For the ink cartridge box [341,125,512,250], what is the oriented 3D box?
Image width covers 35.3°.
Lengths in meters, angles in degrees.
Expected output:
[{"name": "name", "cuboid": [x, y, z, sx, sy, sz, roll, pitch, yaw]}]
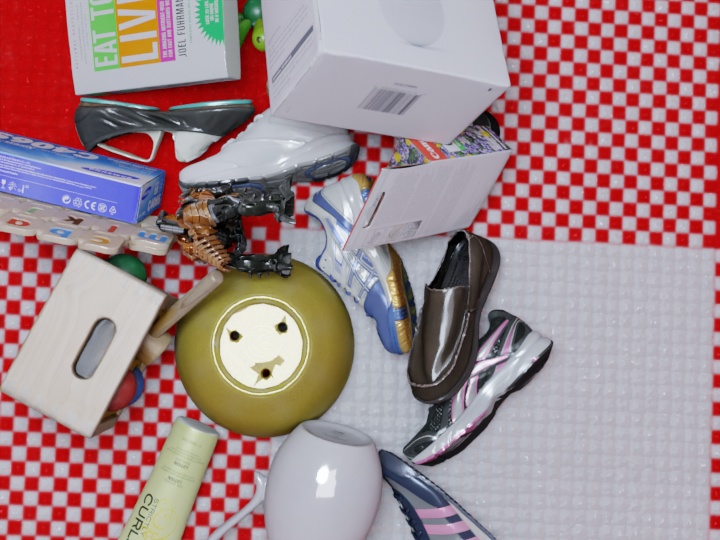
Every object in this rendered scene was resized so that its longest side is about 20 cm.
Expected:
[{"name": "ink cartridge box", "cuboid": [0.059, -0.087, 1.164, 0.050, 0.199, 0.109, 48, 129, 28]}]

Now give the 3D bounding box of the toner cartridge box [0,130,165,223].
[{"name": "toner cartridge box", "cuboid": [-0.314, -0.101, 1.189, 0.198, 0.095, 0.044, 14, 106, 2]}]

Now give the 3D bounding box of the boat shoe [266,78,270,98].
[{"name": "boat shoe", "cuboid": [-0.021, -0.242, 1.167, 0.073, 0.063, 0.200, 29, 55, 16]}]

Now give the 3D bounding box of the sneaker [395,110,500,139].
[{"name": "sneaker", "cuboid": [0.060, -0.176, 1.230, 0.199, 0.090, 0.071, 20, 85, -2]}]

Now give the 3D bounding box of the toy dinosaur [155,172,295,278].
[{"name": "toy dinosaur", "cuboid": [-0.133, -0.034, 1.110, 0.134, 0.201, 0.103, 2, 130, -9]}]

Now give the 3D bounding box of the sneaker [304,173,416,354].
[{"name": "sneaker", "cuboid": [0.000, 0.000, 1.236, 0.087, 0.075, 0.202, -18, 86, 13]}]

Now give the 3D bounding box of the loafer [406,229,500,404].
[{"name": "loafer", "cuboid": [0.088, 0.043, 1.206, 0.073, 0.071, 0.201, -1, 61, 37]}]

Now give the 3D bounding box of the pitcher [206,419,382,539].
[{"name": "pitcher", "cuboid": [-0.071, 0.259, 1.187, 0.170, 0.121, 0.202, 14, 97, 1]}]

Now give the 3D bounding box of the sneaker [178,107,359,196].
[{"name": "sneaker", "cuboid": [-0.104, -0.128, 1.237, 0.198, 0.075, 0.088, -17, 73, -9]}]

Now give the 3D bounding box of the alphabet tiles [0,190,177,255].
[{"name": "alphabet tiles", "cuboid": [-0.285, -0.053, 1.155, 0.198, 0.196, 0.015, 13, 106, -3]}]

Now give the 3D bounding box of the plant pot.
[{"name": "plant pot", "cuboid": [-0.101, 0.079, 1.179, 0.198, 0.142, 0.202, 0, 87, -4]}]

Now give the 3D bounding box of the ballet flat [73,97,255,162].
[{"name": "ballet flat", "cuboid": [-0.211, -0.152, 1.230, 0.198, 0.068, 0.069, 1, 96, 7]}]

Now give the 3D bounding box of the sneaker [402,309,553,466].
[{"name": "sneaker", "cuboid": [0.115, 0.126, 1.234, 0.200, 0.080, 0.086, -44, 70, -6]}]

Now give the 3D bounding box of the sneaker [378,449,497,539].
[{"name": "sneaker", "cuboid": [0.077, 0.280, 1.214, 0.200, 0.070, 0.082, 43, 82, 1]}]

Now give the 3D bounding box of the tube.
[{"name": "tube", "cuboid": [-0.211, 0.258, 1.210, 0.058, 0.052, 0.201, 24, 90, 39]}]

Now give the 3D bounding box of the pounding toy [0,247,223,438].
[{"name": "pounding toy", "cuboid": [-0.242, 0.064, 1.150, 0.141, 0.184, 0.201, 28, 85, -2]}]

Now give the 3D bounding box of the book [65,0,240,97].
[{"name": "book", "cuboid": [-0.219, -0.259, 1.197, 0.198, 0.048, 0.135, -2, 91, 27]}]

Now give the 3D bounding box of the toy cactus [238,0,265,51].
[{"name": "toy cactus", "cuboid": [-0.097, -0.289, 1.240, 0.199, 0.102, 0.165, 36, 66, 2]}]

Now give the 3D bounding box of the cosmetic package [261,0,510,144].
[{"name": "cosmetic package", "cuboid": [0.017, -0.246, 1.084, 0.198, 0.123, 0.202, 6, 66, -27]}]
